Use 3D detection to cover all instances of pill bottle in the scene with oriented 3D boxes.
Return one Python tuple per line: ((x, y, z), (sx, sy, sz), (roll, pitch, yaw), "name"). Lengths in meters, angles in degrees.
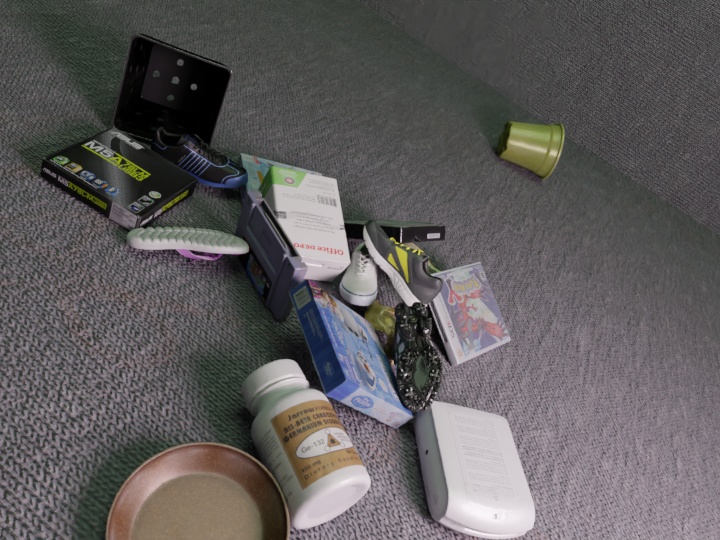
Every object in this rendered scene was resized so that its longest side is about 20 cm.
((-0.081, 0.222, 0.792), (0.114, 0.114, 0.200), (-3, 46, -39), "pill bottle")

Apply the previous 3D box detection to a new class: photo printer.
((0.173, 0.308, 0.915), (0.166, 0.070, 0.200), (16, 37, -20), "photo printer")

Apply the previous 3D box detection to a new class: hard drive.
((0.060, -0.085, 1.263), (0.140, 0.038, 0.200), (-6, 9, -42), "hard drive")

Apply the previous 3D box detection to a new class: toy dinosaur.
((0.046, 0.083, 1.119), (0.101, 0.058, 0.200), (1, 44, -35), "toy dinosaur")

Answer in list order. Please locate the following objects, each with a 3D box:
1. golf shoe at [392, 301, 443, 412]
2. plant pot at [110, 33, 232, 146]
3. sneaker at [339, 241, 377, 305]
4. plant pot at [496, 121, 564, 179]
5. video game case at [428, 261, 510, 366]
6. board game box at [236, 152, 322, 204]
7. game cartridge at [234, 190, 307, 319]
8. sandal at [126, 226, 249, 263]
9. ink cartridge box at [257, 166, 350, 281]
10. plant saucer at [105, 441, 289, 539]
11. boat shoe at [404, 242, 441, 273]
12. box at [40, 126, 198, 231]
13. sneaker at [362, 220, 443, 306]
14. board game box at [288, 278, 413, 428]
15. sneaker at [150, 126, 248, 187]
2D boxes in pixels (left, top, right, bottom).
((0.093, 0.153, 1.003), (0.078, 0.095, 0.200), (4, 52, -2), "golf shoe")
((-0.402, -0.391, 1.281), (0.199, 0.200, 0.178), (14, 26, -22), "plant pot")
((0.000, 0.000, 1.147), (0.073, 0.071, 0.200), (8, 24, -3), "sneaker")
((0.593, -0.445, 2.118), (0.184, 0.201, 0.201), (13, 36, -5), "plant pot")
((0.217, 0.082, 1.213), (0.200, 0.023, 0.183), (-12, 79, -46), "video game case")
((-0.160, -0.161, 1.290), (0.199, 0.041, 0.200), (10, 39, -27), "board game box")
((-0.164, -0.027, 1.036), (0.038, 0.130, 0.200), (-6, 48, -39), "game cartridge")
((-0.296, -0.041, 1.032), (0.202, 0.050, 0.083), (6, 24, -13), "sandal")
((-0.112, -0.088, 1.152), (0.145, 0.084, 0.200), (8, 57, -29), "ink cartridge box")
((-0.182, 0.293, 0.677), (0.200, 0.037, 0.201), (13, 41, -11), "plant saucer")
((0.140, 0.024, 1.265), (0.200, 0.073, 0.065), (43, 59, 6), "boat shoe")
((-0.434, -0.171, 1.092), (0.200, 0.048, 0.193), (32, 36, 1), "box")
((0.083, -0.021, 1.127), (0.200, 0.085, 0.074), (55, 16, 9), "sneaker")
((-0.014, 0.133, 0.944), (0.199, 0.043, 0.200), (40, 19, -48), "board game box")
((-0.321, -0.226, 1.194), (0.199, 0.078, 0.070), (13, 41, -6), "sneaker")
